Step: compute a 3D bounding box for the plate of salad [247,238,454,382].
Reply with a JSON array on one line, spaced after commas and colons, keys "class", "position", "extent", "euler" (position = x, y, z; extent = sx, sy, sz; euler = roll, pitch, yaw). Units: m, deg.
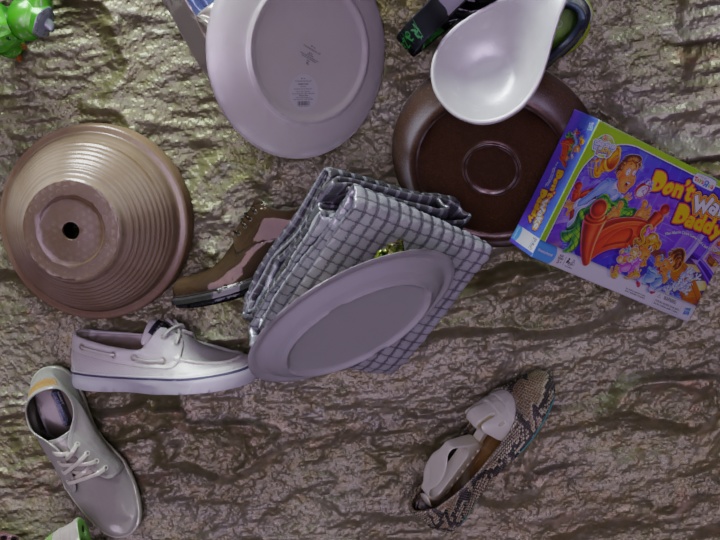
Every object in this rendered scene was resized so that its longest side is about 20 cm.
[{"class": "plate of salad", "position": [-0.010, 0.035, 0.994], "extent": [0.199, 0.200, 0.048], "euler": [-33, 65, 10]}]

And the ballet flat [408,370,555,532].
[{"class": "ballet flat", "position": [0.116, 0.178, 1.142], "extent": [0.075, 0.068, 0.201], "euler": [25, 106, -37]}]

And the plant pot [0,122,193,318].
[{"class": "plant pot", "position": [-0.274, -0.044, 1.138], "extent": [0.199, 0.093, 0.203], "euler": [1, 100, 6]}]

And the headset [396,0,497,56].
[{"class": "headset", "position": [0.122, -0.264, 1.053], "extent": [0.094, 0.123, 0.200], "euler": [45, 80, -3]}]

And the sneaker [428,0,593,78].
[{"class": "sneaker", "position": [0.134, -0.199, 1.077], "extent": [0.200, 0.081, 0.074], "euler": [-39, 93, 10]}]

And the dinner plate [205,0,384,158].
[{"class": "dinner plate", "position": [-0.052, -0.204, 1.062], "extent": [0.199, 0.024, 0.202], "euler": [-8, 105, -34]}]

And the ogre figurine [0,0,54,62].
[{"class": "ogre figurine", "position": [-0.375, -0.262, 1.112], "extent": [0.198, 0.098, 0.121], "euler": [-17, 86, -3]}]

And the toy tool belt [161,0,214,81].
[{"class": "toy tool belt", "position": [-0.128, -0.282, 1.086], "extent": [0.123, 0.125, 0.201], "euler": [-33, 99, -21]}]

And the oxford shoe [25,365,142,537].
[{"class": "oxford shoe", "position": [-0.295, 0.196, 1.198], "extent": [0.075, 0.058, 0.201], "euler": [-24, 98, 6]}]

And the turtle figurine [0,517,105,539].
[{"class": "turtle figurine", "position": [-0.357, 0.347, 1.177], "extent": [0.193, 0.200, 0.145], "euler": [-21, 112, 0]}]

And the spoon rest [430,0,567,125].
[{"class": "spoon rest", "position": [0.145, -0.213, 1.001], "extent": [0.200, 0.061, 0.099], "euler": [-45, 71, -2]}]

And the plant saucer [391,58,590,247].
[{"class": "plant saucer", "position": [0.125, -0.102, 1.081], "extent": [0.198, 0.032, 0.201], "euler": [6, 124, 9]}]

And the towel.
[{"class": "towel", "position": [0.000, 0.000, 1.072], "extent": [0.165, 0.086, 0.200], "euler": [16, 126, -28]}]

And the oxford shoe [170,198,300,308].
[{"class": "oxford shoe", "position": [-0.105, -0.024, 1.139], "extent": [0.199, 0.073, 0.085], "euler": [-26, 93, -3]}]

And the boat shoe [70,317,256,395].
[{"class": "boat shoe", "position": [-0.202, 0.084, 1.167], "extent": [0.198, 0.071, 0.070], "euler": [0, 102, 12]}]

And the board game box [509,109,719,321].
[{"class": "board game box", "position": [0.255, -0.048, 1.065], "extent": [0.199, 0.045, 0.135], "euler": [20, 102, -26]}]
